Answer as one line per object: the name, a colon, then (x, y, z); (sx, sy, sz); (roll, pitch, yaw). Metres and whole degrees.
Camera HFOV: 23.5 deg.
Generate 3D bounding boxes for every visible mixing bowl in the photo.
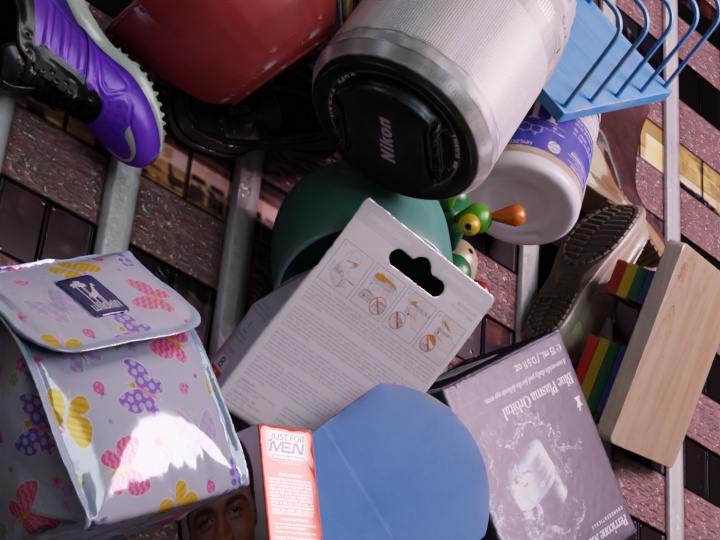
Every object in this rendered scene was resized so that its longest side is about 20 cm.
mixing bowl: (-0.093, -0.204, 1.388); (0.109, 0.199, 0.200); (55, 41, -7)

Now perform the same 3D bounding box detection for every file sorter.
file sorter: (0.237, -0.246, 1.681); (0.199, 0.123, 0.139); (-15, 60, -48)

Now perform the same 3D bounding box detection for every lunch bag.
lunch bag: (-0.191, 0.085, 1.212); (0.169, 0.127, 0.202); (-6, 70, -51)

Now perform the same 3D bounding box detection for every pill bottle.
pill bottle: (0.176, -0.135, 1.725); (0.120, 0.119, 0.201); (42, 44, -26)

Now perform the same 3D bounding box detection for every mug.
mug: (-0.007, -0.007, 1.455); (0.151, 0.186, 0.115); (19, 38, -20)

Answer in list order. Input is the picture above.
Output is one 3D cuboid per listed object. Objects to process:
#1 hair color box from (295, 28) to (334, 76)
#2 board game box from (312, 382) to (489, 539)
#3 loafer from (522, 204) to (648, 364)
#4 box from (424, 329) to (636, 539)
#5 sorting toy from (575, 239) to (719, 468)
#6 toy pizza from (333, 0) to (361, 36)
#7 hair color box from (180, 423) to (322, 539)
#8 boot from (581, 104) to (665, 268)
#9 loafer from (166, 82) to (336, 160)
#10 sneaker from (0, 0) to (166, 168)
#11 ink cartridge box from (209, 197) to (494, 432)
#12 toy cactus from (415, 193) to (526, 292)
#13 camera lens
hair color box: (-0.049, -0.291, 1.591); (0.109, 0.064, 0.202); (30, 54, -38)
board game box: (0.004, 0.186, 1.394); (0.199, 0.039, 0.159); (-35, 104, -12)
loafer: (0.232, 0.014, 1.748); (0.200, 0.075, 0.069); (-51, 128, -26)
box: (0.119, 0.181, 1.519); (0.196, 0.117, 0.202); (-21, 90, -50)
sorting toy: (0.288, 0.080, 1.732); (0.198, 0.069, 0.202); (26, 84, -59)
toy pizza: (0.012, -0.182, 1.503); (0.200, 0.031, 0.203); (-8, 90, -79)
hair color box: (-0.079, 0.226, 1.288); (0.061, 0.101, 0.202); (13, 62, -44)
boot: (0.284, -0.120, 1.862); (0.200, 0.072, 0.167); (45, 56, -15)
loafer: (-0.077, -0.137, 1.487); (0.199, 0.063, 0.073); (2, 71, -48)
sneaker: (-0.235, -0.152, 1.322); (0.099, 0.069, 0.201); (-40, 100, -42)
ink cartridge box: (-0.011, 0.055, 1.392); (0.162, 0.050, 0.201); (36, 91, -31)
toy cactus: (0.091, -0.036, 1.570); (0.166, 0.101, 0.201); (83, -5, -49)
camera lens: (0.066, -0.169, 1.369); (0.160, 0.159, 0.201); (48, 55, -21)
